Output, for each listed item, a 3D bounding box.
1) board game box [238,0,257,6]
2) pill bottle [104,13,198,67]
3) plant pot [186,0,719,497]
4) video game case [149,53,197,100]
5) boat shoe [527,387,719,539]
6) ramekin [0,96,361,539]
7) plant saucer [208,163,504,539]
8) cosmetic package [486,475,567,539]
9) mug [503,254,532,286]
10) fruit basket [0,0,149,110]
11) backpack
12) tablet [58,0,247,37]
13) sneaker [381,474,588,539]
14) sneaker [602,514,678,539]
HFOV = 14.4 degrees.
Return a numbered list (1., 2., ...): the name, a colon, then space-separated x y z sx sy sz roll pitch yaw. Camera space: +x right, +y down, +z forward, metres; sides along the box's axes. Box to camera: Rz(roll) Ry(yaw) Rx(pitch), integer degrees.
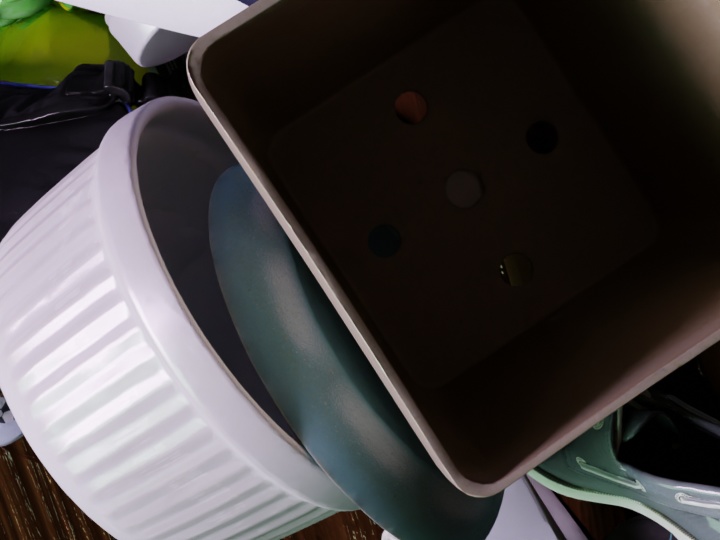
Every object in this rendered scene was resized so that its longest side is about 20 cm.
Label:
1. board game box: -0.048 -0.174 1.194 0.200 0.062 0.200 31 159 -16
2. pill bottle: -0.134 -0.202 1.394 0.200 0.112 0.112 52 157 8
3. plant pot: 0.055 -0.043 1.143 0.200 0.200 0.177 57 170 -1
4. video game case: -0.084 -0.084 1.566 0.182 0.023 0.200 8 127 61
5. boat shoe: 0.132 0.074 1.285 0.200 0.073 0.062 31 145 36
6. ramekin: -0.075 0.033 1.250 0.200 0.105 0.200 47 -157 -27
7. plant saucer: 0.007 0.032 1.249 0.200 0.027 0.200 45 -155 -28
8. cosmetic package: 0.120 0.211 1.402 0.200 0.052 0.151 58 -179 -30
9. mug: -0.005 -0.002 1.416 0.149 0.186 0.153 -95 -7 -66
10. fruit basket: -0.187 -0.122 1.521 0.216 0.155 0.216 -179 90 -69
11. backpack: -0.204 -0.016 1.424 0.190 0.200 0.154 22 141 36
12. tablet: -0.088 -0.202 1.286 0.130 0.014 0.200 15 121 17
13. sneaker: 0.026 0.122 1.498 0.200 0.116 0.074 51 159 16
14. sneaker: 0.164 0.174 1.339 0.200 0.079 0.075 25 144 54
